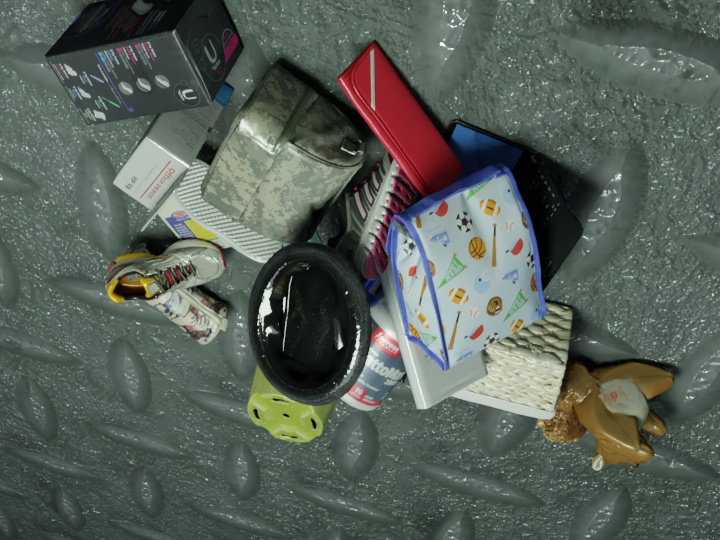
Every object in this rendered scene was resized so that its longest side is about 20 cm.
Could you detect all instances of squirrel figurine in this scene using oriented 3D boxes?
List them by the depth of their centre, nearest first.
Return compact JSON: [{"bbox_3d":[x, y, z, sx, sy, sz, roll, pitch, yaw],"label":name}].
[{"bbox_3d":[0.384,0.235,1.416,0.197,0.143,0.188,18,152,24],"label":"squirrel figurine"}]

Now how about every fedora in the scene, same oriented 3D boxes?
[{"bbox_3d":[-0.049,0.063,1.124,0.197,0.091,0.206,5,100,29],"label":"fedora"}]

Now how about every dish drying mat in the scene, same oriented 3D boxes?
[{"bbox_3d":[0.053,-0.179,1.097,0.201,0.077,0.018,51,151,-20],"label":"dish drying mat"}]

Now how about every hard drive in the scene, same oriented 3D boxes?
[{"bbox_3d":[0.099,0.066,1.199,0.026,0.130,0.204,-11,97,51],"label":"hard drive"}]

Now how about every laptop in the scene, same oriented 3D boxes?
[{"bbox_3d":[0.172,-0.067,1.165,0.101,0.203,0.179,-9,147,-24],"label":"laptop"}]

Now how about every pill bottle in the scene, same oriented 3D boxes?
[{"bbox_3d":[0.036,0.101,1.349,0.118,0.120,0.201,32,110,-15],"label":"pill bottle"}]

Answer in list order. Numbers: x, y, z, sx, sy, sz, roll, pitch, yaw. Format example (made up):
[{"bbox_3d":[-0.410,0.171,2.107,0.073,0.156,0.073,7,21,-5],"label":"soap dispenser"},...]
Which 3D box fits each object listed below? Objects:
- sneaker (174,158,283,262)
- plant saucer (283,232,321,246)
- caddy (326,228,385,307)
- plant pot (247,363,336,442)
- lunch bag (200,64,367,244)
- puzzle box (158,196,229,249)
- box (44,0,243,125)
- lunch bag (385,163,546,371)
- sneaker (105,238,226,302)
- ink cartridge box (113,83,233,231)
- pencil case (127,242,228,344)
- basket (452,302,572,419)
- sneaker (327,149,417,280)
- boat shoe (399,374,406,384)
[{"bbox_3d":[-0.193,-0.078,1.265,0.200,0.074,0.082,44,173,0],"label":"sneaker"},{"bbox_3d":[-0.092,-0.034,1.373,0.068,0.019,0.202,-1,136,23],"label":"plant saucer"},{"bbox_3d":[0.000,0.000,1.246,0.104,0.200,0.142,37,138,4],"label":"caddy"},{"bbox_3d":[-0.100,0.170,1.471,0.196,0.186,0.203,11,140,10],"label":"plant pot"},{"bbox_3d":[-0.098,-0.137,1.166,0.166,0.141,0.200,33,137,-8],"label":"lunch bag"},{"bbox_3d":[-0.222,-0.092,1.340,0.197,0.026,0.134,-9,131,37],"label":"puzzle box"},{"bbox_3d":[-0.265,-0.268,1.103,0.196,0.124,0.107,-3,135,25],"label":"box"},{"bbox_3d":[0.126,-0.013,1.098,0.123,0.168,0.203,34,145,52],"label":"lunch bag"},{"bbox_3d":[-0.302,0.011,1.382,0.196,0.083,0.079,-14,119,7],"label":"sneaker"},{"bbox_3d":[-0.249,-0.162,1.153,0.066,0.202,0.115,35,137,-18],"label":"ink cartridge box"},{"bbox_3d":[-0.313,0.041,1.493,0.199,0.079,0.089,40,161,-21],"label":"pencil case"},{"bbox_3d":[0.214,0.114,1.328,0.196,0.137,0.125,14,136,6],"label":"basket"},{"bbox_3d":[0.014,-0.092,1.145,0.086,0.204,0.074,15,169,28],"label":"sneaker"},{"bbox_3d":[0.053,0.153,1.478,0.061,0.076,0.201,18,136,-17],"label":"boat shoe"}]
